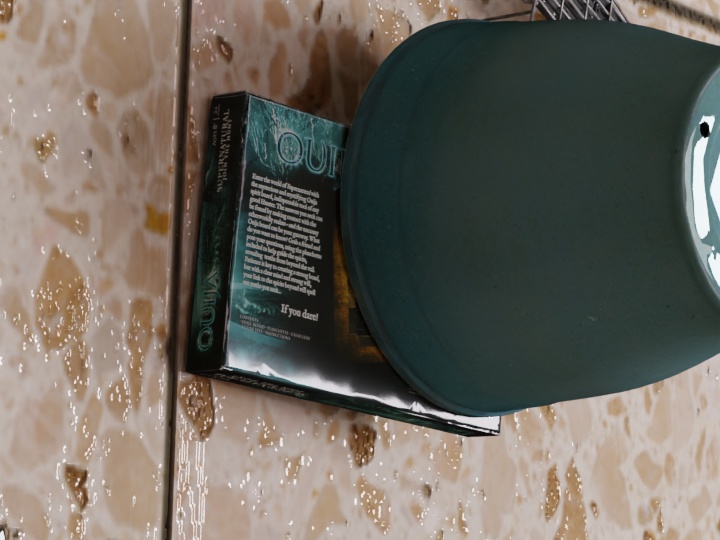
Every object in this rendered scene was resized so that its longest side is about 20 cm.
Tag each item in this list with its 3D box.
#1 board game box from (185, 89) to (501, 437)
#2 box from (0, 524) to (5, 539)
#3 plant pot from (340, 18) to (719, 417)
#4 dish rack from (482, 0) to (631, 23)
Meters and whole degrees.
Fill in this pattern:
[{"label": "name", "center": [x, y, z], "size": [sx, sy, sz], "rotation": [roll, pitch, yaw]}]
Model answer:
[{"label": "board game box", "center": [0.000, 0.000, 1.472], "size": [0.199, 0.028, 0.136], "rotation": [16, 74, -45]}, {"label": "box", "center": [-0.247, 0.111, 0.949], "size": [0.200, 0.198, 0.050], "rotation": [-5, 91, -58]}, {"label": "plant pot", "center": [0.125, -0.033, 1.451], "size": [0.199, 0.187, 0.201], "rotation": [6, 81, -46]}, {"label": "dish rack", "center": [0.103, -0.075, 1.655], "size": [0.153, 0.054, 0.201], "rotation": [46, 49, -49]}]
